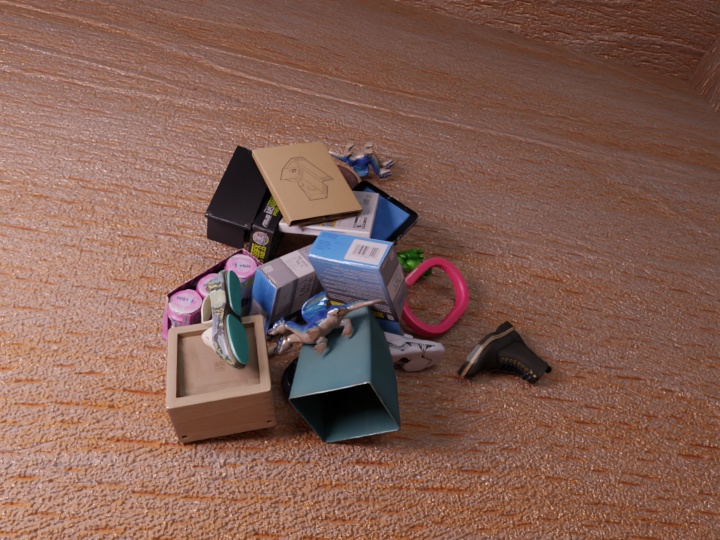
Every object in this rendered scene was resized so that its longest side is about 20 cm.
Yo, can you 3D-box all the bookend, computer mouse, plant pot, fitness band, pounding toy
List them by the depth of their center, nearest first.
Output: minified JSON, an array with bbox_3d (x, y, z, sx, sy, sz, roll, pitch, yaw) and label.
[{"bbox_3d":[-0.216,0.170,0.983,0.182,0.143,0.201,-8,44,-9],"label":"pounding toy"},{"bbox_3d":[-0.018,0.159,1.001,0.140,0.142,0.201,-14,42,18],"label":"plant pot"},{"bbox_3d":[-0.088,0.172,1.094,0.059,0.034,0.200,47,37,2],"label":"computer mouse"},{"bbox_3d":[-0.252,-0.114,1.228,0.091,0.199,0.201,17,52,-4],"label":"bookend"},{"bbox_3d":[0.158,0.057,1.271,0.144,0.037,0.200,52,51,-2],"label":"fitness band"}]

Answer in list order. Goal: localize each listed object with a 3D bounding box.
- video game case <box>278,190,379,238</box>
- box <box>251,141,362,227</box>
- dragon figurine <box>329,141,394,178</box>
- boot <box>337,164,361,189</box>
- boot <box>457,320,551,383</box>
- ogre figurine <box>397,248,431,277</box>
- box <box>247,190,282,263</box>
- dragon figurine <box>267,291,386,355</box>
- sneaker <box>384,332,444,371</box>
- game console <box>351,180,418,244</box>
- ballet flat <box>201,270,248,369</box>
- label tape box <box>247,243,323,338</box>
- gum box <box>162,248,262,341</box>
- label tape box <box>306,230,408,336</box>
[{"bbox_3d":[-0.059,-0.122,1.211,0.180,0.023,0.200,6,31,4],"label":"video game case"},{"bbox_3d":[-0.108,-0.178,1.176,0.162,0.021,0.201,-13,59,-29],"label":"box"},{"bbox_3d":[-0.007,-0.289,1.579,0.198,0.100,0.059,-5,47,1],"label":"dragon figurine"},{"bbox_3d":[-0.064,-0.184,1.444,0.166,0.073,0.200,-18,58,-38],"label":"boot"},{"bbox_3d":[0.301,0.194,1.195,0.138,0.078,0.199,45,48,18],"label":"boot"},{"bbox_3d":[0.067,-0.049,1.344,0.120,0.098,0.201,-19,76,-55],"label":"ogre figurine"},{"bbox_3d":[-0.188,-0.086,1.225,0.044,0.161,0.201,18,42,-4],"label":"box"},{"bbox_3d":[-0.061,0.077,0.971,0.199,0.059,0.099,-35,33,-12],"label":"dragon figurine"},{"bbox_3d":[0.064,0.134,1.156,0.198,0.075,0.116,-1,48,-18],"label":"sneaker"},{"bbox_3d":[-0.008,-0.124,1.269,0.172,0.119,0.200,9,23,-50],"label":"game console"},{"bbox_3d":[-0.219,0.086,0.932,0.074,0.075,0.201,4,39,-18],"label":"ballet flat"},{"bbox_3d":[-0.115,0.029,1.132,0.199,0.145,0.063,-27,59,-40],"label":"label tape box"},{"bbox_3d":[-0.270,0.059,1.073,0.066,0.114,0.200,35,43,16],"label":"gum box"},{"bbox_3d":[0.005,0.024,1.058,0.143,0.201,0.064,12,56,26],"label":"label tape box"}]
